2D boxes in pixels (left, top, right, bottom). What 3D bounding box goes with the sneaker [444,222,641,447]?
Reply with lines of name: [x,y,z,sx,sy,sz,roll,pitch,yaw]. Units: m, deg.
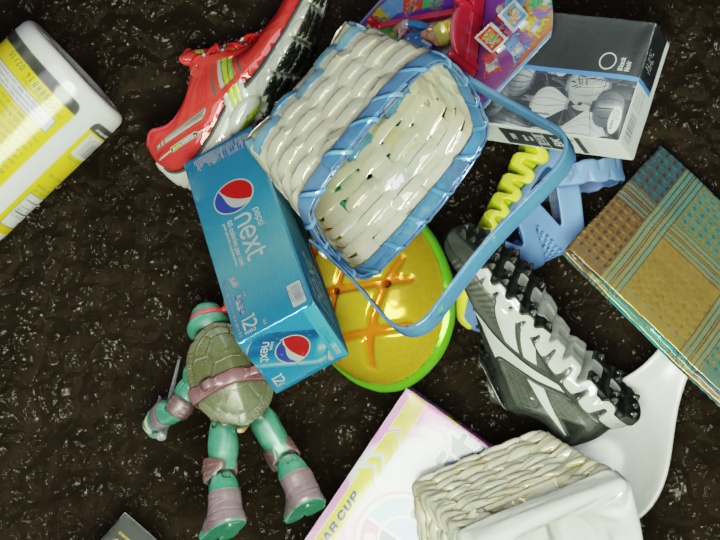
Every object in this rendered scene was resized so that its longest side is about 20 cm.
sneaker: [0.116,0.058,1.268,0.090,0.067,0.200,-37,100,27]

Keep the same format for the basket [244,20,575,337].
basket: [0.033,-0.072,1.195,0.176,0.139,0.200,-46,52,-2]

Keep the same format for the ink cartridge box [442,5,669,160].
ink cartridge box: [0.127,-0.147,1.292,0.198,0.039,0.100,10,74,33]

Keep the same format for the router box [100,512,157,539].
router box: [-0.160,0.312,1.301,0.200,0.052,0.157,40,64,6]

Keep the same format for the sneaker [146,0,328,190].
sneaker: [-0.101,-0.160,1.345,0.085,0.077,0.201,36,90,11]

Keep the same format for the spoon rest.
spoon rest: [0.213,0.108,1.311,0.099,0.061,0.201,32,89,6]

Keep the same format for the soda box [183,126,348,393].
soda box: [-0.072,-0.012,1.256,0.064,0.068,0.201,-27,46,7]

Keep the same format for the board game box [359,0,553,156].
board game box: [0.049,-0.181,1.303,0.200,0.039,0.158,-46,51,9]

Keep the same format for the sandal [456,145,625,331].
sandal: [0.139,-0.039,1.319,0.087,0.079,0.201,29,91,1]

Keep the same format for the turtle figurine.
turtle figurine: [-0.099,0.098,1.298,0.148,0.101,0.202,-18,67,1]

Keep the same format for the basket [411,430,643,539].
basket: [0.123,0.235,1.233,0.134,0.123,0.202,-19,113,-19]

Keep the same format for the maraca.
maraca: [0.000,0.000,1.312,0.137,0.107,0.201,-45,64,23]

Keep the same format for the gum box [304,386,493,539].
gum box: [0.027,0.205,1.315,0.113,0.066,0.201,34,90,5]

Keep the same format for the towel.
towel: [0.264,0.014,1.296,0.200,0.022,0.147,44,57,4]

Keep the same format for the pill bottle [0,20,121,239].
pill bottle: [-0.294,-0.091,1.335,0.200,0.111,0.111,-44,85,0]
